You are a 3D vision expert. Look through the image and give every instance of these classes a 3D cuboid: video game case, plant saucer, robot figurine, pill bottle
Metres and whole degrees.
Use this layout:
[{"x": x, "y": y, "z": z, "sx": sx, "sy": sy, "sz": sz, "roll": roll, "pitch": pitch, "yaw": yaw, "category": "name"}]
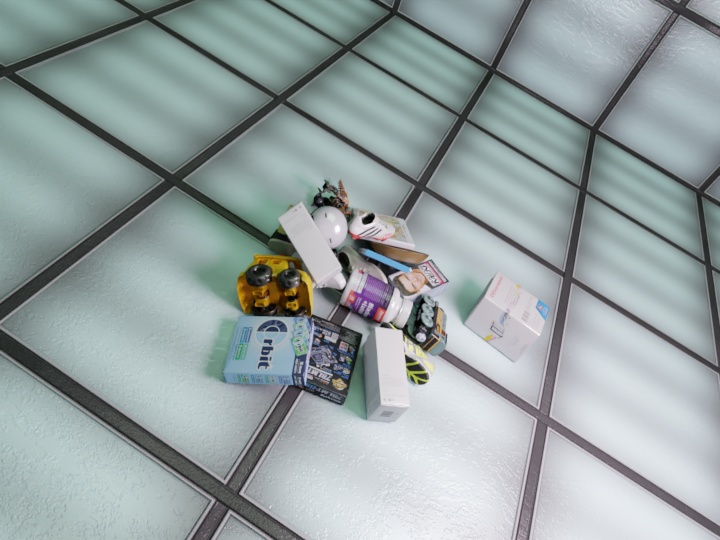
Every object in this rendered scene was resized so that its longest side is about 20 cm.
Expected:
[{"x": 0.072, "y": -0.140, "z": 1.785, "sx": 0.193, "sy": 0.024, "sz": 0.184, "roll": 11, "pitch": 30, "yaw": -16, "category": "video game case"}, {"x": 0.119, "y": -0.053, "z": 1.695, "sx": 0.192, "sy": 0.037, "sz": 0.200, "roll": 13, "pitch": 5, "yaw": -1, "category": "plant saucer"}, {"x": -0.102, "y": -0.127, "z": 1.594, "sx": 0.148, "sy": 0.127, "sz": 0.200, "roll": 34, "pitch": 2, "yaw": -9, "category": "robot figurine"}, {"x": 0.047, "y": 0.085, "z": 1.543, "sx": 0.195, "sy": 0.113, "sz": 0.113, "roll": 25, "pitch": 44, "yaw": -1, "category": "pill bottle"}, {"x": 0.067, "y": -0.031, "z": 1.596, "sx": 0.139, "sy": 0.018, "sz": 0.200, "roll": 23, "pitch": 1, "yaw": -7, "category": "video game case"}]

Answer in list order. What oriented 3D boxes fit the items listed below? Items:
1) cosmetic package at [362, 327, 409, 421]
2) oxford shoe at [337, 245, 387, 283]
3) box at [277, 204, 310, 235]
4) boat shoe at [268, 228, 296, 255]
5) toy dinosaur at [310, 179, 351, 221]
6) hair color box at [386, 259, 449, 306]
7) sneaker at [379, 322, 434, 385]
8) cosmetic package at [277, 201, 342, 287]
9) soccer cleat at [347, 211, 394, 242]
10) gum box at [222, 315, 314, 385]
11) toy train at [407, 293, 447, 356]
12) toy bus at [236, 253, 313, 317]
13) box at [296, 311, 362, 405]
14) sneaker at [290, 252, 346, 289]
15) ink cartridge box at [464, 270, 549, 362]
[{"x": 0.061, "y": 0.263, "z": 1.369, "sx": 0.082, "sy": 0.108, "sz": 0.206, "roll": 8, "pitch": 56, "yaw": -16, "category": "cosmetic package"}, {"x": 0.000, "y": 0.000, "z": 1.625, "sx": 0.198, "sy": 0.077, "sz": 0.057, "roll": 40, "pitch": 39, "yaw": 22, "category": "oxford shoe"}, {"x": -0.196, "y": -0.146, "z": 1.615, "sx": 0.073, "sy": 0.052, "sz": 0.201, "roll": 21, "pitch": 14, "yaw": -5, "category": "box"}, {"x": -0.174, "y": -0.065, "z": 1.599, "sx": 0.195, "sy": 0.075, "sz": 0.064, "roll": 22, "pitch": 52, "yaw": 1, "category": "boat shoe"}, {"x": -0.085, "y": -0.225, "z": 1.794, "sx": 0.133, "sy": 0.103, "sz": 0.202, "roll": 28, "pitch": 24, "yaw": -21, "category": "toy dinosaur"}, {"x": 0.174, "y": 0.045, "z": 1.677, "sx": 0.196, "sy": 0.061, "sz": 0.100, "roll": -20, "pitch": 61, "yaw": -36, "category": "hair color box"}, {"x": 0.125, "y": 0.226, "z": 1.495, "sx": 0.201, "sy": 0.076, "sz": 0.076, "roll": 50, "pitch": 33, "yaw": 13, "category": "sneaker"}, {"x": -0.133, "y": -0.068, "z": 1.442, "sx": 0.083, "sy": 0.108, "sz": 0.204, "roll": -31, "pitch": 83, "yaw": -5, "category": "cosmetic package"}, {"x": 0.042, "y": -0.138, "z": 1.645, "sx": 0.195, "sy": 0.087, "sz": 0.069, "roll": -3, "pitch": 45, "yaw": -41, "category": "soccer cleat"}, {"x": -0.219, "y": 0.193, "z": 1.319, "sx": 0.192, "sy": 0.046, "sz": 0.174, "roll": 0, "pitch": 45, "yaw": 5, "category": "gum box"}, {"x": 0.201, "y": 0.155, "z": 1.565, "sx": 0.113, "sy": 0.085, "sz": 0.202, "roll": 40, "pitch": 28, "yaw": -10, "category": "toy train"}, {"x": -0.208, "y": 0.024, "z": 1.442, "sx": 0.192, "sy": 0.140, "sz": 0.195, "roll": 4, "pitch": 35, "yaw": 9, "category": "toy bus"}, {"x": -0.106, "y": 0.219, "z": 1.395, "sx": 0.194, "sy": 0.050, "sz": 0.202, "roll": 21, "pitch": 47, "yaw": -4, "category": "box"}, {"x": -0.133, "y": 0.026, "z": 1.531, "sx": 0.194, "sy": 0.079, "sz": 0.101, "roll": 18, "pitch": 55, "yaw": 26, "category": "sneaker"}, {"x": 0.449, "y": 0.140, "z": 1.662, "sx": 0.197, "sy": 0.147, "sz": 0.147, "roll": 36, "pitch": 44, "yaw": 9, "category": "ink cartridge box"}]
